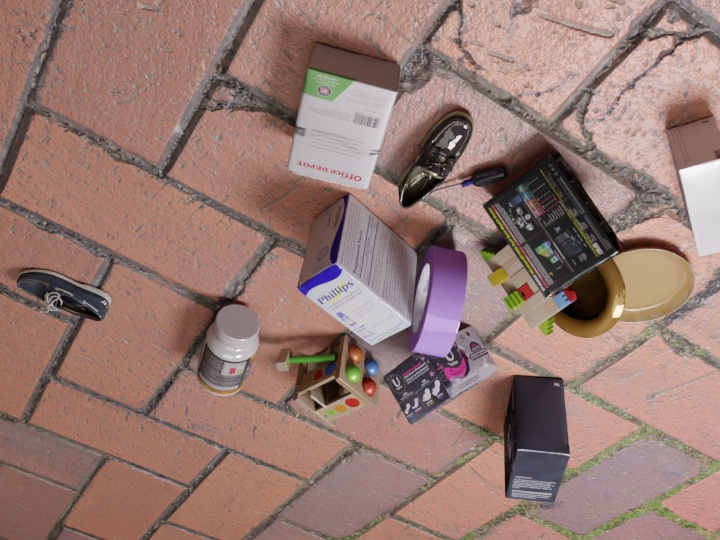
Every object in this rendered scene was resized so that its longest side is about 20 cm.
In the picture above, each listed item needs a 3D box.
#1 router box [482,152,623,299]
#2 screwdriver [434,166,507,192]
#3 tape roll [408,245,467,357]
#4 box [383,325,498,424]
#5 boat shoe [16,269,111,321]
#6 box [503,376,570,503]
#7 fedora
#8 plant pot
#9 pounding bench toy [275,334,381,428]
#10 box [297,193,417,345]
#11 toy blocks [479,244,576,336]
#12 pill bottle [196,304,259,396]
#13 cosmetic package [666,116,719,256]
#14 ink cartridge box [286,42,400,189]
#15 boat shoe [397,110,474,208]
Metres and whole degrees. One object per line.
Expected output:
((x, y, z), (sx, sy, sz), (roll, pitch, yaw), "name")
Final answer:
((0.326, -0.076, 1.339), (0.149, 0.062, 0.201), (-36, 84, 30), "router box")
((0.165, -0.146, 1.396), (0.198, 0.028, 0.029), (-18, 101, 25), "screwdriver")
((0.143, 0.058, 1.472), (0.065, 0.201, 0.201), (10, 135, -4), "tape roll")
((0.166, 0.208, 1.609), (0.132, 0.199, 0.115), (-42, 75, 36), "box")
((-0.634, 0.058, 1.669), (0.198, 0.062, 0.075), (21, 135, -13), "boat shoe")
((0.387, 0.376, 1.756), (0.116, 0.198, 0.201), (5, 135, 4), "box")
((0.419, 0.025, 1.455), (0.081, 0.201, 0.201), (-11, 146, -34), "fedora")
((0.535, 0.024, 1.512), (0.198, 0.028, 0.201), (3, 135, 3), "plant pot")
((-0.067, 0.219, 1.711), (0.155, 0.125, 0.200), (-30, 124, 31), "pounding bench toy")
((0.000, 0.000, 1.447), (0.105, 0.185, 0.200), (-30, 124, 33), "box")
((0.327, 0.006, 1.438), (0.137, 0.100, 0.201), (-43, 74, 41), "toy blocks")
((-0.283, 0.172, 1.698), (0.115, 0.117, 0.201), (17, 134, -9), "pill bottle")
((0.568, -0.135, 1.293), (0.080, 0.113, 0.201), (-16, 129, 22), "cosmetic package")
((-0.030, -0.245, 1.279), (0.145, 0.085, 0.201), (14, 135, -6), "ink cartridge box")
((0.128, -0.180, 1.337), (0.073, 0.065, 0.201), (24, 131, -12), "boat shoe")
